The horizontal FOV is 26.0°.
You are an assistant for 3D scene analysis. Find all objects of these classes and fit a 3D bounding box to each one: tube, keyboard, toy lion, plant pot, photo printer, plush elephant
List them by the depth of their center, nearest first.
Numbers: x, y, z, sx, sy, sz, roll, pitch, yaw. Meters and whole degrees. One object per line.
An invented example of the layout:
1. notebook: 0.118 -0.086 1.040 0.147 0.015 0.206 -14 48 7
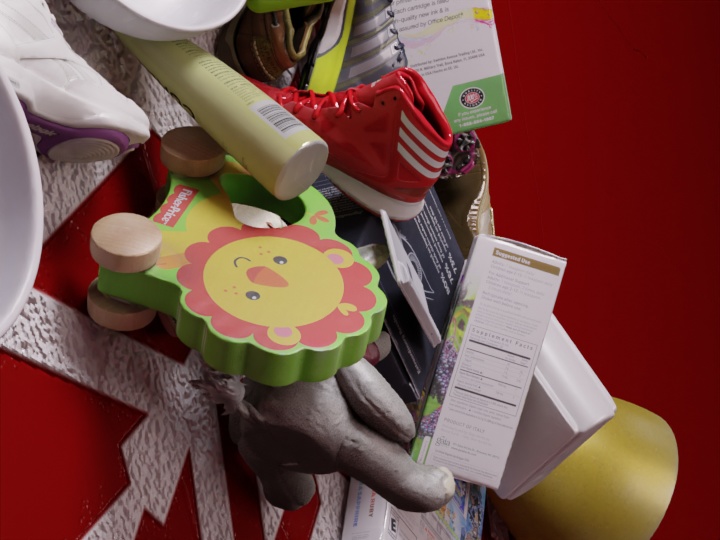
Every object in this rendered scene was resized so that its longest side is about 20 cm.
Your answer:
1. toy lion: -0.072 -0.005 1.037 0.200 0.191 0.069 -65 169 -53
2. tube: -0.107 -0.126 1.088 0.052 0.200 0.058 -37 155 -26
3. plush elephant: -0.029 0.067 1.131 0.200 0.164 0.155 45 51 -34
4. keyboard: 0.038 0.010 1.169 0.200 0.011 0.056 59 12 -72
5. photo printer: 0.127 0.090 1.425 0.069 0.166 0.200 -23 72 -34
6. plant pot: 0.202 0.200 1.592 0.142 0.200 0.201 33 45 -23

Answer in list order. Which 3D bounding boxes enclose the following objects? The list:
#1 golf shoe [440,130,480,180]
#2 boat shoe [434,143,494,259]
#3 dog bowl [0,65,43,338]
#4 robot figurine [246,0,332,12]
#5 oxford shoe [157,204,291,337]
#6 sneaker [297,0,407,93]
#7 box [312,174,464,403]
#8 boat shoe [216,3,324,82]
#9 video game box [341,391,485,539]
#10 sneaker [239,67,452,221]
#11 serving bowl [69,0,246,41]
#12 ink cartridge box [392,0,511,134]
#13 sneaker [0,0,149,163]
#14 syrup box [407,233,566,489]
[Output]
1. golf shoe: 0.035 -0.171 1.518 0.200 0.073 0.092 48 2 -37
2. boat shoe: 0.100 -0.046 1.596 0.066 0.074 0.201 62 28 -59
3. dog bowl: -0.254 -0.046 0.798 0.200 0.078 0.201 40 44 -55
4. robot figurine: -0.066 -0.288 1.184 0.115 0.200 0.176 -12 92 -44
5. oxford shoe: -0.091 -0.020 1.145 0.071 0.075 0.200 68 27 -24
6. sneaker: 0.007 -0.204 1.316 0.074 0.081 0.201 -109 -143 -70
7. box: 0.000 0.000 1.301 0.148 0.104 0.200 66 28 -27
8. boat shoe: -0.061 -0.227 1.311 0.072 0.068 0.201 54 33 -39
9. video game box: 0.052 0.215 1.394 0.200 0.047 0.183 56 35 -41
10. sneaker: -0.019 -0.130 1.201 0.199 0.116 0.078 25 37 -9
11. serving bowl: -0.165 -0.242 1.065 0.200 0.066 0.201 27 51 -38
12. ink cartridge box: 0.042 -0.220 1.397 0.084 0.144 0.201 -118 -165 -72
13. sneaker: -0.194 -0.127 0.967 0.200 0.075 0.100 26 57 -61
14. syrup box: 0.105 0.074 1.305 0.079 0.081 0.201 26 80 -89
